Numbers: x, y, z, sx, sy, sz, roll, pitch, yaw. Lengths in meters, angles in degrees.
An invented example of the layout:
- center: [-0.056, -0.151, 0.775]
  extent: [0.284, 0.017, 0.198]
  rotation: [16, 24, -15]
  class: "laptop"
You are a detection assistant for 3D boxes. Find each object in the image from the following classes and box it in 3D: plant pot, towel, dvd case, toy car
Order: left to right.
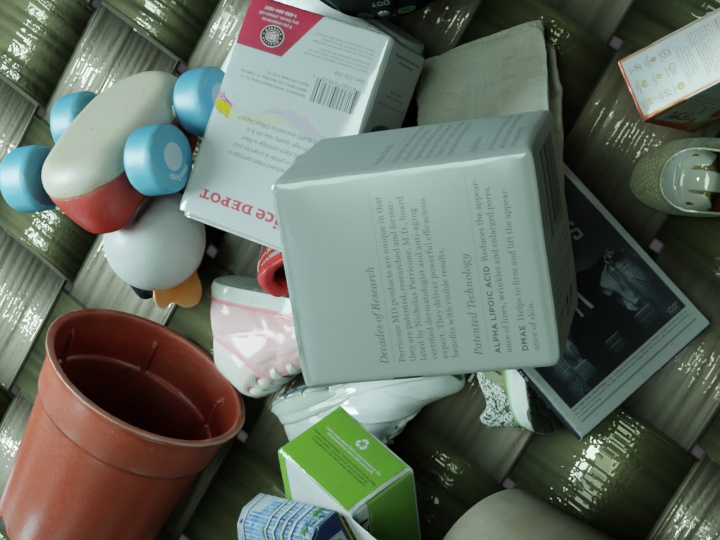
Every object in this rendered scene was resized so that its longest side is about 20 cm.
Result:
- center: [-0.238, 0.174, 1.652]
  extent: [0.200, 0.200, 0.196]
  rotation: [38, 115, 22]
  class: "plant pot"
- center: [-0.191, -0.061, 1.611]
  extent: [0.183, 0.177, 0.201]
  rotation: [-6, 125, 32]
  class: "toy car"
- center: [0.108, -0.120, 1.498]
  extent: [0.132, 0.034, 0.201]
  rotation: [-17, 50, 25]
  class: "towel"
- center: [0.155, 0.281, 1.458]
  extent: [0.174, 0.199, 0.201]
  rotation: [44, 110, 39]
  class: "plant pot"
- center: [0.172, 0.019, 1.467]
  extent: [0.150, 0.025, 0.200]
  rotation: [-40, 80, -12]
  class: "dvd case"

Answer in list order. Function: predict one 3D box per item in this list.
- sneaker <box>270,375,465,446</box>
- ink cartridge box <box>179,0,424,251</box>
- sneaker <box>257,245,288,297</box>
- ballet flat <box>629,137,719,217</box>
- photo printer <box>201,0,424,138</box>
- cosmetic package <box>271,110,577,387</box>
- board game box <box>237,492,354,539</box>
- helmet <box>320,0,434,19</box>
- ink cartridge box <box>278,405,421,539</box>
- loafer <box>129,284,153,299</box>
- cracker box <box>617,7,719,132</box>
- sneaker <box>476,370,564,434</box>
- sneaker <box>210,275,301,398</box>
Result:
- center: [0.015, 0.126, 1.588]
  extent: [0.199, 0.074, 0.088]
  rotation: [-19, 93, 33]
  class: "sneaker"
- center: [-0.050, -0.118, 1.511]
  extent: [0.147, 0.086, 0.201]
  rotation: [21, 94, 23]
  class: "ink cartridge box"
- center: [0.000, 0.000, 1.561]
  extent: [0.199, 0.077, 0.085]
  rotation: [-1, 46, 25]
  class: "sneaker"
- center: [0.308, -0.074, 1.428]
  extent: [0.199, 0.062, 0.068]
  rotation: [5, 93, 28]
  class: "ballet flat"
- center: [-0.053, -0.161, 1.610]
  extent: [0.166, 0.069, 0.201]
  rotation: [35, 106, 22]
  class: "photo printer"
- center: [0.055, -0.020, 1.356]
  extent: [0.198, 0.165, 0.166]
  rotation: [-6, 104, 14]
  class: "cosmetic package"
- center: [-0.043, 0.299, 1.541]
  extent: [0.199, 0.062, 0.201]
  rotation: [-3, 118, 61]
  class: "board game box"
- center: [0.013, -0.319, 1.508]
  extent: [0.198, 0.191, 0.202]
  rotation: [2, 103, 8]
  class: "helmet"
- center: [0.025, 0.236, 1.508]
  extent: [0.200, 0.076, 0.148]
  rotation: [37, 149, 35]
  class: "ink cartridge box"
- center: [-0.218, -0.075, 1.706]
  extent: [0.072, 0.073, 0.201]
  rotation: [-24, 83, 3]
  class: "loafer"
- center: [0.319, -0.180, 1.382]
  extent: [0.199, 0.134, 0.058]
  rotation: [-26, 78, 25]
  class: "cracker box"
- center: [0.115, 0.050, 1.530]
  extent: [0.088, 0.077, 0.202]
  rotation: [-17, 79, 39]
  class: "sneaker"
- center: [-0.053, 0.073, 1.613]
  extent: [0.199, 0.075, 0.106]
  rotation: [12, 101, 28]
  class: "sneaker"
